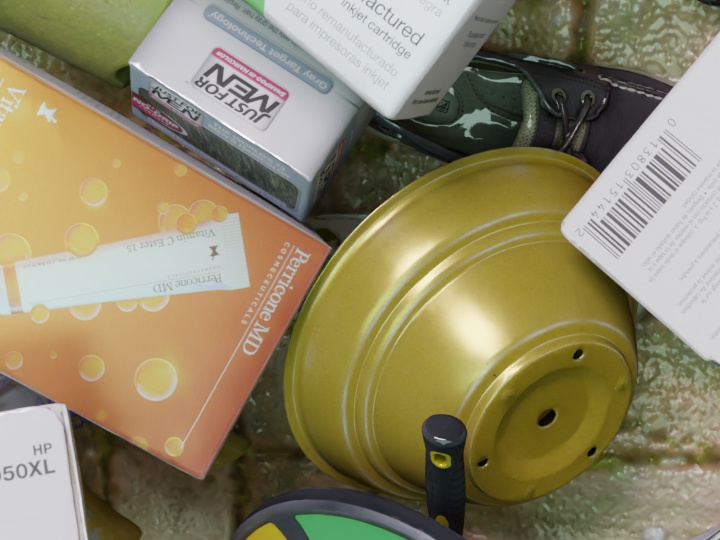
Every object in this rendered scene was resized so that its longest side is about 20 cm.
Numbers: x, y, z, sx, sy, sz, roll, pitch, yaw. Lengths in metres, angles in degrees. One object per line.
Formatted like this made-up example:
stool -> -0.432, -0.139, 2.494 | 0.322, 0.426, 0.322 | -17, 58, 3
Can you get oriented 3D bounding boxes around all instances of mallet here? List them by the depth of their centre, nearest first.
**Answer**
mallet -> 0.049, 0.127, 0.790 | 0.065, 0.041, 0.201 | 18, 148, 7

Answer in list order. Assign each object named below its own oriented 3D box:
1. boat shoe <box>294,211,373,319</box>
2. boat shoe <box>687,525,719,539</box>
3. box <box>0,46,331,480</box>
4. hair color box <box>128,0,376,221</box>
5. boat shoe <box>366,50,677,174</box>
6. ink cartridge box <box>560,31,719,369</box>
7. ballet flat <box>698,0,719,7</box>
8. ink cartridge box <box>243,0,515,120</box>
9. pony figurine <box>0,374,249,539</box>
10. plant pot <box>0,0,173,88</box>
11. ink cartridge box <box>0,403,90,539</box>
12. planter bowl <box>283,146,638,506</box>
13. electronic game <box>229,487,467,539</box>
boat shoe -> 0.000, 0.000, 0.883 | 0.198, 0.070, 0.072 | 4, 105, 13
boat shoe -> 0.208, 0.149, 0.871 | 0.198, 0.068, 0.074 | -29, 96, 18
box -> -0.131, -0.011, 0.796 | 0.199, 0.097, 0.125 | 29, 92, -10
hair color box -> -0.013, -0.136, 0.802 | 0.099, 0.061, 0.201 | 32, 72, 4
boat shoe -> 0.086, -0.072, 0.846 | 0.198, 0.065, 0.073 | 15, 103, 8
ink cartridge box -> 0.211, -0.037, 0.714 | 0.176, 0.045, 0.200 | 44, 99, 25
ballet flat -> 0.203, -0.213, 0.778 | 0.074, 0.074, 0.202 | 18, 113, 9
ink cartridge box -> 0.025, -0.186, 0.700 | 0.146, 0.084, 0.201 | 39, 104, 7
pony figurine -> -0.183, 0.062, 0.914 | 0.192, 0.167, 0.201 | -27, 112, 11
plant pot -> -0.155, -0.191, 0.823 | 0.183, 0.201, 0.201 | 34, 109, -9
ink cartridge box -> -0.191, 0.112, 0.743 | 0.143, 0.200, 0.085 | -10, 85, -10
planter bowl -> 0.070, 0.050, 0.810 | 0.084, 0.199, 0.201 | 48, 117, 45
electronic game -> 0.018, 0.185, 0.788 | 0.199, 0.042, 0.202 | 20, 130, 25
